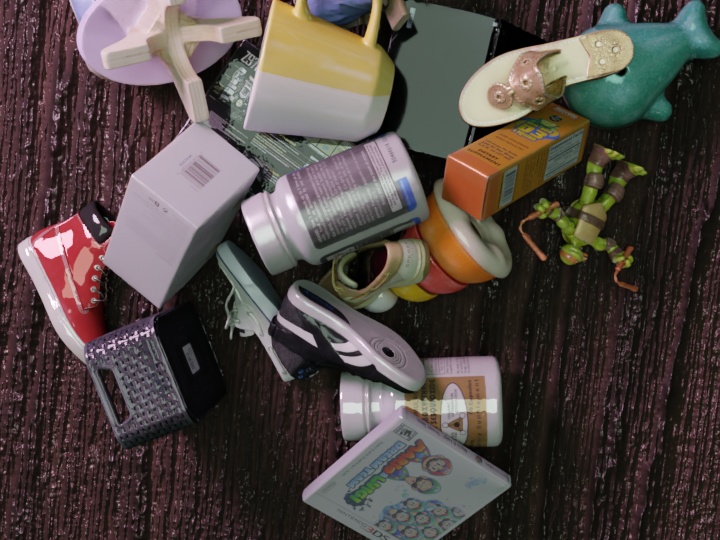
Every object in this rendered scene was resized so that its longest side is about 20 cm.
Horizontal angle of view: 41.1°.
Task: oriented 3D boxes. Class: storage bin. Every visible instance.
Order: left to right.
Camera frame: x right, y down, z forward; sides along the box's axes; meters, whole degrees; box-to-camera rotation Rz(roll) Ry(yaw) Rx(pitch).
[{"bbox_3d":[-0.248,0.124,1.195,0.094,0.200,0.135,-21,93,5],"label":"storage bin"}]

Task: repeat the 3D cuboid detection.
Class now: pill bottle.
[{"bbox_3d":[-0.030,-0.075,1.124,0.200,0.114,0.114,-22,93,0],"label":"pill bottle"},{"bbox_3d":[0.077,0.168,1.221,0.200,0.114,0.115,-2,95,4],"label":"pill bottle"}]

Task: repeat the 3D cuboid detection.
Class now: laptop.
[{"bbox_3d":[0.130,-0.222,1.195,0.103,0.200,0.178,19,98,44],"label":"laptop"}]

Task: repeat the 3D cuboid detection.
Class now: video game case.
[{"bbox_3d":[0.057,0.275,1.212,0.182,0.024,0.200,34,120,-19],"label":"video game case"}]

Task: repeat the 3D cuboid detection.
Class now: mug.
[{"bbox_3d":[-0.040,-0.224,1.089,0.153,0.187,0.150,14,65,-9],"label":"mug"}]

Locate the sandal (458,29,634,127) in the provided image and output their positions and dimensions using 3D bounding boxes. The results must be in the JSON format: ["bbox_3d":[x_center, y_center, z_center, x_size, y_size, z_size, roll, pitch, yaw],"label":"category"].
[{"bbox_3d":[0.211,-0.227,1.098,0.211,0.070,0.078,-20,92,6],"label":"sandal"}]

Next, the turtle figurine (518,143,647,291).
[{"bbox_3d":[0.296,-0.066,1.213,0.200,0.064,0.162,26,93,-21],"label":"turtle figurine"}]

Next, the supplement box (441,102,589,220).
[{"bbox_3d":[0.188,-0.134,1.150,0.066,0.200,0.069,33,136,32],"label":"supplement box"}]

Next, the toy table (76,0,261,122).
[{"bbox_3d":[-0.217,-0.274,1.113,0.200,0.117,0.184,-30,123,-16],"label":"toy table"}]

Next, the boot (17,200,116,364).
[{"bbox_3d":[-0.340,0.016,1.260,0.144,0.072,0.200,-28,89,4],"label":"boot"}]

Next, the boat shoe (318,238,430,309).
[{"bbox_3d":[0.000,0.000,1.184,0.066,0.200,0.074,9,67,-36],"label":"boat shoe"}]

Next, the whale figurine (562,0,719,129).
[{"bbox_3d":[0.342,-0.256,1.171,0.200,0.104,0.159,-25,92,8],"label":"whale figurine"}]

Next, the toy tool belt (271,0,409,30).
[{"bbox_3d":[-0.034,-0.326,1.152,0.200,0.125,0.123,-9,100,40],"label":"toy tool belt"}]

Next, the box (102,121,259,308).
[{"bbox_3d":[-0.221,-0.065,1.165,0.097,0.200,0.124,39,52,1],"label":"box"}]

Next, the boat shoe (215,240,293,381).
[{"bbox_3d":[-0.142,0.062,1.253,0.086,0.075,0.202,-34,101,8],"label":"boat shoe"}]

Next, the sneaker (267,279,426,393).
[{"bbox_3d":[-0.022,0.108,1.185,0.200,0.073,0.112,36,119,8],"label":"sneaker"}]

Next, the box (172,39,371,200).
[{"bbox_3d":[-0.108,-0.164,1.219,0.200,0.086,0.164,36,96,0],"label":"box"}]

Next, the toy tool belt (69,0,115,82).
[{"bbox_3d":[-0.291,-0.341,1.193,0.123,0.125,0.200,-15,102,18],"label":"toy tool belt"}]

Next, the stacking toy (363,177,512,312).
[{"bbox_3d":[0.077,-0.008,1.213,0.200,0.146,0.146,-36,92,21],"label":"stacking toy"}]
